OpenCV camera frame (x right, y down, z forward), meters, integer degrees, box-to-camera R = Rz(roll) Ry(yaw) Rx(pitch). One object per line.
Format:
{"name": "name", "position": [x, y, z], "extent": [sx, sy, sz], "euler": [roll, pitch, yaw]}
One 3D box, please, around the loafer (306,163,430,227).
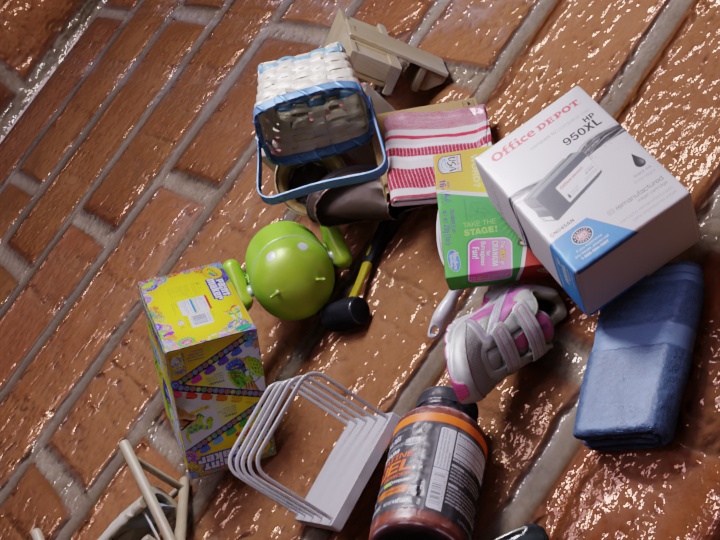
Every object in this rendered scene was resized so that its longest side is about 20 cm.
{"name": "loafer", "position": [0.023, -0.102, 1.728], "extent": [0.197, 0.074, 0.071], "euler": [-17, 33, 1]}

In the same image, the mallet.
{"name": "mallet", "position": [0.000, 0.000, 1.760], "extent": [0.065, 0.041, 0.202], "euler": [-23, 36, 41]}

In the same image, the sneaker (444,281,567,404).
{"name": "sneaker", "position": [0.159, 0.069, 1.396], "extent": [0.087, 0.082, 0.200], "euler": [-8, 29, 39]}

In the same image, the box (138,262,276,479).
{"name": "box", "position": [-0.204, 0.128, 1.704], "extent": [0.120, 0.195, 0.200], "euler": [-14, 29, -14]}

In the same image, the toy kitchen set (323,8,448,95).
{"name": "toy kitchen set", "position": [0.019, -0.261, 1.946], "extent": [0.201, 0.161, 0.182], "euler": [-103, 34, -62]}

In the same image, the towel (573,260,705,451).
{"name": "towel", "position": [0.282, 0.086, 1.288], "extent": [0.111, 0.049, 0.202], "euler": [-10, 48, 42]}

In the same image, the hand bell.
{"name": "hand bell", "position": [-0.074, -0.112, 1.877], "extent": [0.105, 0.103, 0.200], "euler": [-55, -2, -9]}

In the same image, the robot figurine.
{"name": "robot figurine", "position": [-0.098, 0.000, 1.781], "extent": [0.173, 0.117, 0.200], "euler": [-21, 17, -4]}

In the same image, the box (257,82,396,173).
{"name": "box", "position": [-0.035, -0.184, 1.902], "extent": [0.199, 0.128, 0.110], "euler": [-4, 55, 51]}

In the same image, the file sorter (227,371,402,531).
{"name": "file sorter", "position": [-0.061, 0.201, 1.471], "extent": [0.140, 0.124, 0.200], "euler": [-60, 9, -15]}

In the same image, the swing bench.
{"name": "swing bench", "position": [-0.314, 0.374, 1.685], "extent": [0.199, 0.129, 0.201], "euler": [-42, 37, 12]}

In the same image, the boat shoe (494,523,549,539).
{"name": "boat shoe", "position": [0.105, 0.318, 1.257], "extent": [0.198, 0.076, 0.061], "euler": [-29, 36, 11]}

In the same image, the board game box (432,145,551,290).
{"name": "board game box", "position": [0.186, -0.069, 1.445], "extent": [0.197, 0.040, 0.155], "euler": [-9, 69, 9]}

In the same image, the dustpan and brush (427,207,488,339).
{"name": "dustpan and brush", "position": [0.127, -0.014, 1.497], "extent": [0.138, 0.057, 0.202], "euler": [28, 80, 19]}

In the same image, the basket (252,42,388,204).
{"name": "basket", "position": [-0.056, -0.189, 1.707], "extent": [0.173, 0.140, 0.202], "euler": [-11, 54, 7]}

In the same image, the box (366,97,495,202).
{"name": "box", "position": [0.097, -0.163, 1.729], "extent": [0.161, 0.022, 0.201], "euler": [-10, 38, -2]}

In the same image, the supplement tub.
{"name": "supplement tub", "position": [0.076, 0.217, 1.351], "extent": [0.106, 0.107, 0.201], "euler": [-27, 30, 33]}

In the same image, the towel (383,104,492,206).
{"name": "towel", "position": [0.103, -0.152, 1.677], "extent": [0.142, 0.023, 0.201], "euler": [-6, 37, 3]}

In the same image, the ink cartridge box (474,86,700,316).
{"name": "ink cartridge box", "position": [0.232, -0.076, 1.342], "extent": [0.144, 0.085, 0.201], "euler": [-34, 50, -3]}
